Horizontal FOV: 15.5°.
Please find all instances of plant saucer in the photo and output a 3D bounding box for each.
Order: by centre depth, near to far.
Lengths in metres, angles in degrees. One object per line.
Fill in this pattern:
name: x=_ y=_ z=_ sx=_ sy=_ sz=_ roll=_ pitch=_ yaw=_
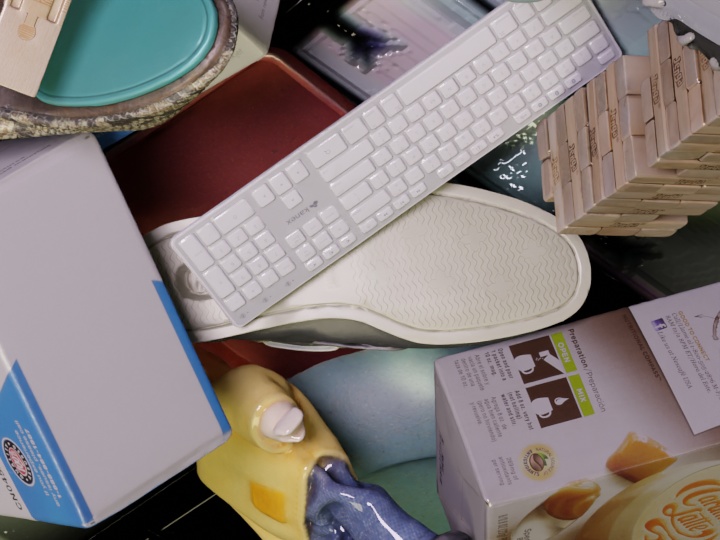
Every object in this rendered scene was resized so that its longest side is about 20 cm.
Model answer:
plant saucer: x=-0.036 y=-0.011 z=1.211 sx=0.199 sy=0.037 sz=0.200 roll=37 pitch=131 yaw=-27
plant saucer: x=0.041 y=0.097 z=1.277 sx=0.200 sy=0.039 sz=0.201 roll=-3 pitch=148 yaw=-2

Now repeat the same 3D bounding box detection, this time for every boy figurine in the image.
boy figurine: x=-0.039 y=0.090 z=1.188 sx=0.200 sy=0.064 sz=0.124 roll=35 pitch=154 yaw=22

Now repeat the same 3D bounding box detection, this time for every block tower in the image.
block tower: x=0.133 y=-0.064 z=1.040 sx=0.058 sy=0.054 sz=0.200 roll=0 pitch=164 yaw=-18

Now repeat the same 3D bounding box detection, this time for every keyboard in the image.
keyboard: x=0.016 y=-0.051 z=1.100 sx=0.200 sy=0.011 sz=0.056 roll=-35 pitch=131 yaw=2

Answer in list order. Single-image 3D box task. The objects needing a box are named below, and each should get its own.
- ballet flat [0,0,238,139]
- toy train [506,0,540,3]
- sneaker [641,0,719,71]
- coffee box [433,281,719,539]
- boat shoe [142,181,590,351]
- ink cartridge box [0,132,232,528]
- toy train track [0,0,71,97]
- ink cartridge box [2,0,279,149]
ballet flat: x=-0.124 y=-0.078 z=1.041 sx=0.199 sy=0.068 sz=0.075 roll=-5 pitch=159 yaw=24
toy train: x=0.100 y=-0.173 z=0.974 sx=0.199 sy=0.085 sz=0.114 roll=-10 pitch=123 yaw=25
sneaker: x=0.100 y=-0.111 z=0.927 sx=0.115 sy=0.075 sz=0.200 roll=-28 pitch=93 yaw=36
coffee box: x=0.138 y=0.074 z=1.174 sx=0.199 sy=0.080 sz=0.114 roll=-15 pitch=146 yaw=-7
boat shoe: x=0.000 y=0.000 z=1.155 sx=0.199 sy=0.072 sz=0.068 roll=-2 pitch=175 yaw=4
ink cartridge box: x=-0.163 y=0.026 z=1.148 sx=0.200 sy=0.084 sz=0.145 roll=-2 pitch=117 yaw=57
toy train track: x=-0.098 y=-0.163 z=0.983 sx=0.114 sy=0.033 sz=0.201 roll=20 pitch=95 yaw=-10
ink cartridge box: x=-0.139 y=-0.144 z=1.059 sx=0.116 sy=0.067 sz=0.200 roll=-27 pitch=127 yaw=35
